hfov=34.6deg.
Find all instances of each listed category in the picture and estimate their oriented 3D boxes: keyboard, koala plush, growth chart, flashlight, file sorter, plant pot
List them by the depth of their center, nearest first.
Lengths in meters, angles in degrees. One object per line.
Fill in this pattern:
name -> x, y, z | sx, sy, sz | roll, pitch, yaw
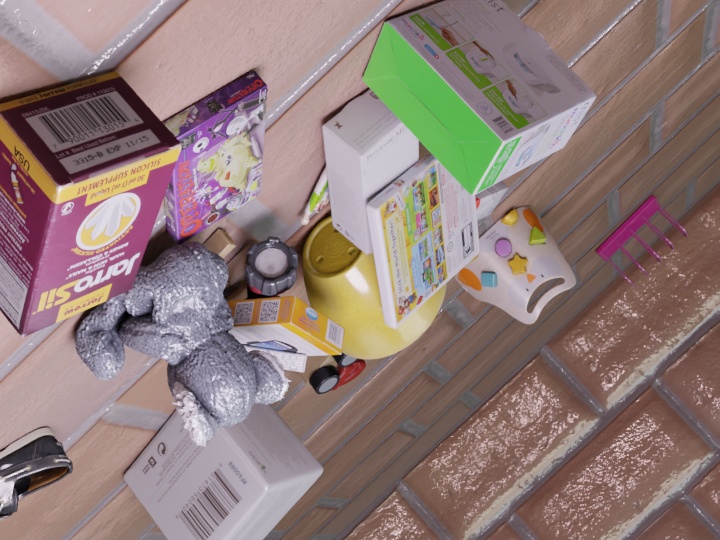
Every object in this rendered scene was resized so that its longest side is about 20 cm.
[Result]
koala plush -> -0.186, 0.092, 1.301 | 0.177, 0.201, 0.184 | -22, 162, -46
flashlight -> -0.112, 0.028, 1.471 | 0.068, 0.068, 0.200 | -27, 159, -14
keyboard -> -0.168, 0.104, 1.483 | 0.056, 0.198, 0.011 | 106, -7, -69
growth chart -> 0.010, -0.143, 1.511 | 0.199, 0.018, 0.145 | -28, 156, -39
plant pot -> 0.000, 0.000, 1.579 | 0.200, 0.200, 0.142 | -43, 139, 1
file sorter -> 0.727, -0.068, 2.972 | 0.200, 0.126, 0.139 | -45, 162, 9

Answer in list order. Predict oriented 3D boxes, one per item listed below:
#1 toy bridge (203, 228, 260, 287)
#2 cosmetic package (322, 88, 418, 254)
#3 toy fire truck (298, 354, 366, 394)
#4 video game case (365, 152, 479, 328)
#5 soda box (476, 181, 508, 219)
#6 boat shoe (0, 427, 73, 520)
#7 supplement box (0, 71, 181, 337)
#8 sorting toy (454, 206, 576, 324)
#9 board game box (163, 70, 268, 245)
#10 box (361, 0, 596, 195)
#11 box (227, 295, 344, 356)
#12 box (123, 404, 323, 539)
toy bridge -> -0.148, -0.009, 1.466 | 0.067, 0.027, 0.200 | -44, 162, 11
cosmetic package -> 0.016, -0.122, 1.428 | 0.102, 0.074, 0.201 | -41, 154, -21
toy fire truck -> -0.004, 0.097, 1.887 | 0.199, 0.129, 0.176 | 2, 133, -51
video game case -> 0.084, -0.051, 1.477 | 0.182, 0.023, 0.201 | -40, 140, -30
soda box -> 0.137, -0.105, 1.776 | 0.199, 0.068, 0.064 | -23, 153, -45
boat shoe -> -0.448, 0.271, 1.412 | 0.199, 0.068, 0.072 | -32, 161, -26
supplement box -> -0.257, -0.057, 1.017 | 0.130, 0.103, 0.201 | -28, 157, -40
sorting toy -> 0.301, -0.001, 2.161 | 0.200, 0.180, 0.107 | -43, 162, 0
board game box -> -0.155, -0.114, 1.224 | 0.119, 0.032, 0.200 | -31, 159, -21
box -> 0.137, -0.213, 1.328 | 0.176, 0.200, 0.097 | -29, 158, -38
box -> -0.133, 0.074, 1.462 | 0.119, 0.198, 0.042 | 37, 58, -51
box -> -0.209, 0.311, 1.775 | 0.199, 0.200, 0.171 | -50, 158, 20
